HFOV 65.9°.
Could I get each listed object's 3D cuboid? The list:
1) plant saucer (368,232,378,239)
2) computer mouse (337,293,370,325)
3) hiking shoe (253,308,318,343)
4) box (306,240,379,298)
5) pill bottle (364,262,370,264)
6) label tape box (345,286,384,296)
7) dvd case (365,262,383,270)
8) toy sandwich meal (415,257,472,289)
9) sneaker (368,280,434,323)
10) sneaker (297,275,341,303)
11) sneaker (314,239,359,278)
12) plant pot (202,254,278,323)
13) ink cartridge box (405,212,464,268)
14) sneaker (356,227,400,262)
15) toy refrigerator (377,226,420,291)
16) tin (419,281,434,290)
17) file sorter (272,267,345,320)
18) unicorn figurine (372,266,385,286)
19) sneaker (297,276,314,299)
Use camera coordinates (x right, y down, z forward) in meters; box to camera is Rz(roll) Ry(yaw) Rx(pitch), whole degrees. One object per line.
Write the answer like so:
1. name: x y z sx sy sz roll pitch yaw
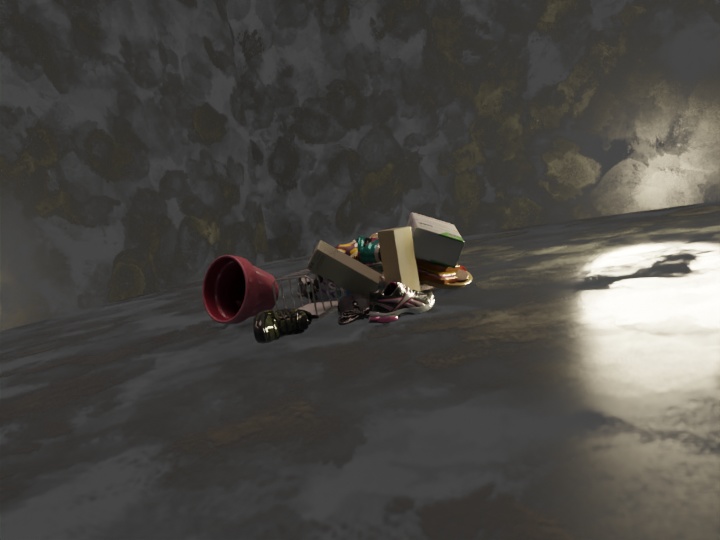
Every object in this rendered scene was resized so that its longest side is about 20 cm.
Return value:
1. plant saucer: 0.109 -0.051 1.944 0.198 0.201 0.035 -15 -31 -41
2. computer mouse: -0.009 0.091 1.445 0.136 0.054 0.200 -12 6 -11
3. hiking shoe: -0.178 0.122 1.327 0.099 0.077 0.199 -11 4 23
4. box: -0.045 0.001 1.537 0.198 0.069 0.082 30 21 -6
5. pill bottle: 0.026 -0.006 1.999 0.196 0.115 0.112 -12 6 -16
6. label tape box: 0.050 0.033 1.826 0.141 0.067 0.200 -7 8 23
7. dvd case: 0.000 0.000 1.812 0.144 0.022 0.199 -14 3 -26
8. toy sandwich meal: 0.235 -0.008 1.625 0.201 0.072 0.206 6 21 -2
9. sneaker: 0.101 0.065 1.343 0.198 0.088 0.080 -14 9 -41
10. sneaker: -0.133 0.043 1.729 0.138 0.078 0.202 -20 -36 -11
11. sneaker: -0.080 -0.034 1.919 0.198 0.076 0.090 -26 50 -15
12. plant pot: -0.356 0.063 1.706 0.197 0.204 0.178 -6 -9 32
13. ink cartridge box: 0.208 -0.092 1.610 0.142 0.085 0.200 16 17 -4
14. sneaker: 0.049 -0.077 1.706 0.119 0.085 0.200 2 21 28
15. toy refrigerator: 0.108 -0.013 1.508 0.069 0.204 0.075 -13 6 -34
16. tin: 0.158 0.046 1.668 0.198 0.043 0.111 -16 4 -41
17. file sorter: -0.144 0.063 1.584 0.136 0.127 0.199 -7 7 25
18. unicorn figurine: 0.049 0.017 1.635 0.196 0.075 0.137 -13 15 -11
19. sneaker: -0.166 0.065 1.942 0.086 0.076 0.199 1 8 -25
